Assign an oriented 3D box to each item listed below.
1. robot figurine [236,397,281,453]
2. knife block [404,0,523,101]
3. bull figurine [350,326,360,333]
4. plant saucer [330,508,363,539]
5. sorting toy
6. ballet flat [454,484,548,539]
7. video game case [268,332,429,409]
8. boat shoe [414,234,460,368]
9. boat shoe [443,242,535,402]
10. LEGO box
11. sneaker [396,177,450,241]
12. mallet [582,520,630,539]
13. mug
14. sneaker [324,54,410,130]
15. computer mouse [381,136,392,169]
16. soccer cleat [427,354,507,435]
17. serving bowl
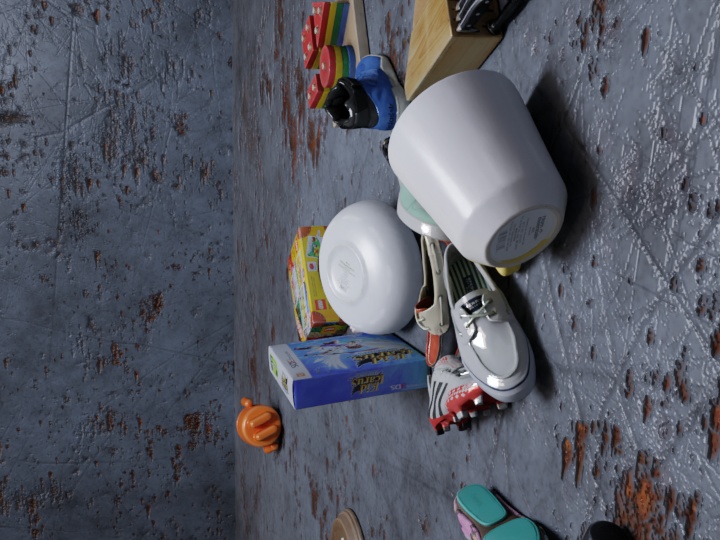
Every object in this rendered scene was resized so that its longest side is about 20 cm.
[{"bbox_3d":[-0.286,0.436,2.260,0.118,0.142,0.200,-66,12,-14],"label":"robot figurine"},{"bbox_3d":[0.114,-0.262,0.892,0.176,0.063,0.203,-117,29,-56],"label":"knife block"},{"bbox_3d":[0.004,-0.003,1.278,0.121,0.065,0.203,31,120,39],"label":"bull figurine"},{"bbox_3d":[-0.024,0.564,1.553,0.200,0.029,0.204,178,90,-74],"label":"plant saucer"},{"bbox_3d":[-0.050,-0.383,1.412,0.199,0.069,0.203,138,127,-69],"label":"sorting toy"},{"bbox_3d":[0.155,0.294,0.866,0.200,0.068,0.072,-162,52,-76],"label":"ballet flat"},{"bbox_3d":[-0.022,0.139,1.178,0.181,0.197,0.046,-149,54,-70],"label":"video game case"},{"bbox_3d":[0.097,0.038,1.004,0.071,0.062,0.203,-123,33,-56],"label":"boat shoe"},{"bbox_3d":[0.124,0.050,0.862,0.067,0.073,0.201,55,-172,-41],"label":"boat shoe"},{"bbox_3d":[-0.085,0.037,1.584,0.149,0.076,0.203,117,146,-59],"label":"LEGO box"},{"bbox_3d":[0.089,-0.125,0.947,0.201,0.073,0.119,-102,24,-55],"label":"sneaker"},{"bbox_3d":[0.233,0.302,0.644,0.201,0.041,0.067,-117,28,-45],"label":"mallet"},{"bbox_3d":[0.135,-0.083,0.793,0.149,0.185,0.154,-45,51,24],"label":"mug"},{"bbox_3d":[-0.005,-0.270,1.209,0.201,0.109,0.078,-112,25,-48],"label":"sneaker"},{"bbox_3d":[0.059,-0.161,1.147,0.200,0.034,0.060,-138,47,-68],"label":"computer mouse"},{"bbox_3d":[0.119,0.134,0.943,0.200,0.068,0.086,115,144,-66],"label":"soccer cleat"},{"bbox_3d":[0.000,0.000,1.185,0.199,0.065,0.203,16,111,47],"label":"serving bowl"}]
